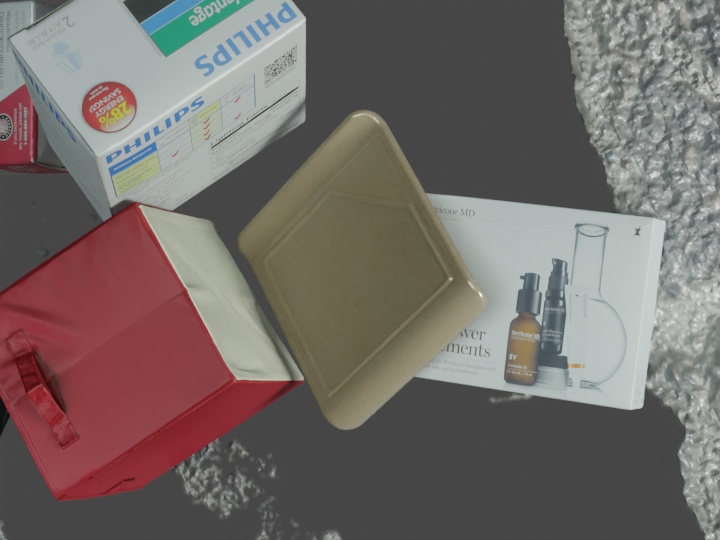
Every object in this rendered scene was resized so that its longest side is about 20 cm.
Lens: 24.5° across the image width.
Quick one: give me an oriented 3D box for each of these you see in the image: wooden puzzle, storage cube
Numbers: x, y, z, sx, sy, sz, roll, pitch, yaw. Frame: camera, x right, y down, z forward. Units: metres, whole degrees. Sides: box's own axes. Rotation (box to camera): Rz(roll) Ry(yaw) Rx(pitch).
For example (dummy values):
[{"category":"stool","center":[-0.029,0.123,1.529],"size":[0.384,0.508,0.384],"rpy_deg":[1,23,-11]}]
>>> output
[{"category":"wooden puzzle","center":[0.000,0.000,1.355],"size":[0.185,0.037,0.200],"rpy_deg":[-45,63,30]},{"category":"storage cube","center":[-0.183,0.068,1.370],"size":[0.179,0.200,0.171],"rpy_deg":[-33,78,11]}]

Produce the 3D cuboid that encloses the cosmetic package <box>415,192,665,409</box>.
[{"category":"cosmetic package","center":[0.133,0.022,1.327],"size":[0.199,0.052,0.151],"rpy_deg":[7,89,21]}]

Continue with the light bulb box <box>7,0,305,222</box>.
[{"category":"light bulb box","center":[-0.154,-0.150,1.323],"size":[0.198,0.200,0.125],"rpy_deg":[-35,76,-13]}]

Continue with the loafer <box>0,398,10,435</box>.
[{"category":"loafer","center":[-0.361,0.166,1.500],"size":[0.068,0.070,0.201],"rpy_deg":[19,96,20]}]

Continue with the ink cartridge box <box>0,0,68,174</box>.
[{"category":"ink cartridge box","center":[-0.357,-0.160,1.496],"size":[0.199,0.086,0.148],"rpy_deg":[-1,89,19]}]
